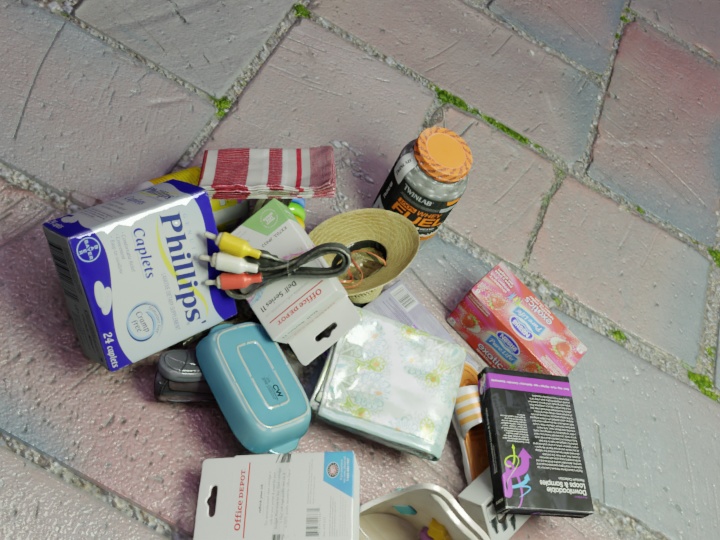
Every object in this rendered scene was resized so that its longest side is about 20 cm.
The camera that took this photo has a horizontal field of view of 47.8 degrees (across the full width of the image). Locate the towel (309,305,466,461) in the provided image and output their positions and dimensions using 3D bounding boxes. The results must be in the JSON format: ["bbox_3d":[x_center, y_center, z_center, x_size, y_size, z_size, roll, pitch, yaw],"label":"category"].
[{"bbox_3d":[0.042,0.155,1.145,0.196,0.048,0.174,21,65,-2],"label":"towel"}]

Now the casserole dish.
[{"bbox_3d":[-0.136,0.146,1.071,0.120,0.039,0.202,-12,63,-43],"label":"casserole dish"}]

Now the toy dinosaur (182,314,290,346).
[{"bbox_3d":[-0.162,0.074,1.170,0.196,0.048,0.089,6,45,-27],"label":"toy dinosaur"}]

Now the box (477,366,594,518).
[{"bbox_3d":[0.243,0.241,1.141,0.140,0.036,0.204,9,56,-19],"label":"box"}]

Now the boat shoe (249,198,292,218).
[{"bbox_3d":[-0.136,-0.055,1.217,0.073,0.074,0.202,32,89,7],"label":"boat shoe"}]

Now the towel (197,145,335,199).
[{"bbox_3d":[-0.134,-0.146,1.176,0.195,0.023,0.145,-1,33,-4],"label":"towel"}]

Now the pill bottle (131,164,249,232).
[{"bbox_3d":[-0.270,-0.092,1.204,0.198,0.105,0.105,-23,69,-34],"label":"pill bottle"}]

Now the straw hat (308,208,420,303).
[{"bbox_3d":[0.000,0.000,1.239,0.196,0.086,0.203,-7,39,6],"label":"straw hat"}]

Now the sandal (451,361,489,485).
[{"bbox_3d":[0.181,0.230,1.183,0.078,0.059,0.211,-6,78,-34],"label":"sandal"}]

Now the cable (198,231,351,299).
[{"bbox_3d":[-0.112,0.003,1.061,0.195,0.099,0.050,7,23,7],"label":"cable"}]

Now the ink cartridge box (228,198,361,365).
[{"bbox_3d":[-0.099,0.018,1.122,0.116,0.067,0.201,-37,76,5],"label":"ink cartridge box"}]

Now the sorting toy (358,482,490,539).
[{"bbox_3d":[0.092,0.342,1.024,0.200,0.181,0.106,47,53,11],"label":"sorting toy"}]

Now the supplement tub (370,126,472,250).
[{"bbox_3d":[0.099,-0.131,1.329,0.120,0.201,0.125,11,54,-15],"label":"supplement tub"}]

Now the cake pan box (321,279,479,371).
[{"bbox_3d":[0.055,0.131,1.232,0.200,0.053,0.183,47,51,11],"label":"cake pan box"}]

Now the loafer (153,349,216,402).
[{"bbox_3d":[-0.189,0.151,1.114,0.197,0.064,0.072,9,27,-33],"label":"loafer"}]

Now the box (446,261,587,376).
[{"bbox_3d":[0.249,0.102,1.304,0.200,0.100,0.095,46,52,10],"label":"box"}]

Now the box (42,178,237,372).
[{"bbox_3d":[-0.286,0.001,1.075,0.198,0.188,0.104,-26,25,-33],"label":"box"}]

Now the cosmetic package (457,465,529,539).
[{"bbox_3d":[0.227,0.307,1.166,0.198,0.050,0.084,-32,114,-35],"label":"cosmetic package"}]

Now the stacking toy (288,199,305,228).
[{"bbox_3d":[-0.120,-0.081,1.287,0.084,0.086,0.204,3,64,-21],"label":"stacking toy"}]

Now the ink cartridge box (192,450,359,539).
[{"bbox_3d":[-0.101,0.296,1.016,0.195,0.067,0.118,-3,56,7],"label":"ink cartridge box"}]
